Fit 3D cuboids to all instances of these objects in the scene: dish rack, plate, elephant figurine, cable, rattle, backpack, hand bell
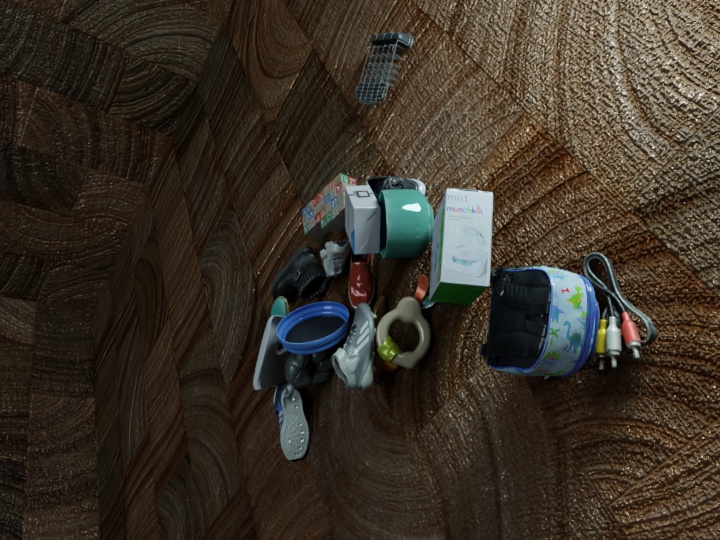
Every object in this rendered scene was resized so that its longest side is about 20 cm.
[{"bbox_3d":[0.058,-0.556,1.600,0.152,0.054,0.205,25,100,55],"label":"dish rack"},{"bbox_3d":[-0.234,0.224,1.616,0.032,0.199,0.205,14,89,21],"label":"plate"},{"bbox_3d":[-0.161,0.220,1.577,0.200,0.151,0.145,-133,43,-53],"label":"elephant figurine"},{"bbox_3d":[0.409,0.054,0.932,0.097,0.049,0.205,-33,54,48],"label":"cable"},{"bbox_3d":[0.113,0.127,1.319,0.127,0.143,0.204,12,70,21],"label":"rattle"},{"bbox_3d":[0.305,0.086,0.954,0.200,0.143,0.188,159,121,-78],"label":"backpack"},{"bbox_3d":[0.021,0.158,1.400,0.103,0.103,0.204,5,71,52],"label":"hand bell"}]

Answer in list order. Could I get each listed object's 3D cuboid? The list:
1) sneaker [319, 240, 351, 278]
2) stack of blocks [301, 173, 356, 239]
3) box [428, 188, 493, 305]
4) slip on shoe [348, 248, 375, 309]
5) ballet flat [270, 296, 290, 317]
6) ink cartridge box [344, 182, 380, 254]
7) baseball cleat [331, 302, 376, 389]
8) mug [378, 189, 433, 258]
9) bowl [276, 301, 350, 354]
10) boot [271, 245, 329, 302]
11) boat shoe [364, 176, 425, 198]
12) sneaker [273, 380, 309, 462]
[{"bbox_3d":[-0.062,-0.030,1.537,0.200,0.073,0.083,135,132,-75],"label":"sneaker"},{"bbox_3d":[-0.087,-0.168,1.655,0.199,0.058,0.118,-36,52,41],"label":"stack of blocks"},{"bbox_3d":[0.195,-0.039,1.133,0.200,0.094,0.181,87,-172,-78],"label":"box"},{"bbox_3d":[0.000,0.000,1.468,0.072,0.061,0.206,-1,74,20],"label":"slip on shoe"},{"bbox_3d":[-0.235,0.174,1.716,0.067,0.063,0.206,15,100,30],"label":"ballet flat"},{"bbox_3d":[0.000,-0.133,1.411,0.201,0.065,0.119,-109,17,-63],"label":"ink cartridge box"},{"bbox_3d":[-0.014,0.166,1.313,0.070,0.104,0.205,135,137,-54],"label":"baseball cleat"},{"bbox_3d":[0.102,-0.118,1.325,0.154,0.111,0.188,94,172,-51],"label":"mug"},{"bbox_3d":[-0.120,0.149,1.501,0.199,0.198,0.040,23,133,53],"label":"bowl"},{"bbox_3d":[-0.180,0.049,1.688,0.213,0.078,0.159,-57,40,23],"label":"boot"},{"bbox_3d":[0.078,-0.206,1.443,0.199,0.065,0.072,24,97,53],"label":"boat shoe"},{"bbox_3d":[-0.196,0.411,1.610,0.146,0.078,0.206,174,91,-73],"label":"sneaker"}]
